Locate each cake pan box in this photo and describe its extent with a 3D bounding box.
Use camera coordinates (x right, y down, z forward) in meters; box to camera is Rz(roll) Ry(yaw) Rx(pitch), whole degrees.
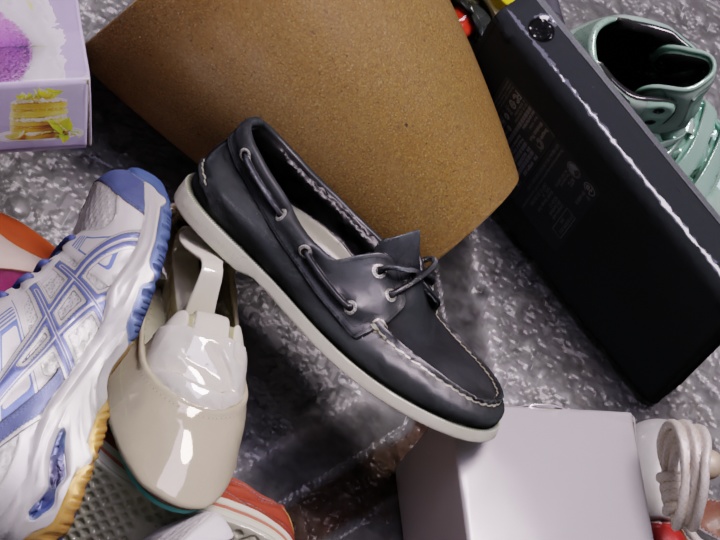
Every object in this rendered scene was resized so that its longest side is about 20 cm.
[{"bbox_3d":[-0.230,-0.135,1.190,0.183,0.052,0.201,-2,46,-11],"label":"cake pan box"}]

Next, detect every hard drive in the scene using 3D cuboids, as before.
[{"bbox_3d":[0.124,-0.035,1.295,0.033,0.140,0.200,-32,78,-25],"label":"hard drive"}]

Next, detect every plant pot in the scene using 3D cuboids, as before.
[{"bbox_3d":[-0.013,-0.097,1.266,0.200,0.186,0.186,49,53,-7],"label":"plant pot"}]

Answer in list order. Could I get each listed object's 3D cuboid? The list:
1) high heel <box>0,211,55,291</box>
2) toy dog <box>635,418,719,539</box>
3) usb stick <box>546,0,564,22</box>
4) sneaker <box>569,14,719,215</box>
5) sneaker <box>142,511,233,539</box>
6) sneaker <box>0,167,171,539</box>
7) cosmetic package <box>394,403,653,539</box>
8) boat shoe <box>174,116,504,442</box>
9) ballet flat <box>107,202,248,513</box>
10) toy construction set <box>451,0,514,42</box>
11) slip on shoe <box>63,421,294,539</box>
[{"bbox_3d":[-0.207,0.021,1.151,0.067,0.096,0.200,38,13,17],"label":"high heel"},{"bbox_3d":[0.189,0.171,1.217,0.096,0.132,0.201,1,80,-13],"label":"toy dog"},{"bbox_3d":[0.087,-0.179,1.436,0.055,0.033,0.201,2,60,-22],"label":"usb stick"},{"bbox_3d":[0.180,-0.071,1.343,0.200,0.118,0.074,28,70,-19],"label":"sneaker"},{"bbox_3d":[-0.113,0.199,1.088,0.082,0.077,0.200,43,74,-11],"label":"sneaker"},{"bbox_3d":[-0.147,0.027,1.098,0.088,0.075,0.201,22,55,-9],"label":"sneaker"},{"bbox_3d":[0.088,0.172,1.190,0.107,0.085,0.201,6,57,-20],"label":"cosmetic package"},{"bbox_3d":[0.001,0.000,1.175,0.199,0.066,0.074,42,22,19],"label":"boat shoe"},{"bbox_3d":[-0.083,0.032,1.165,0.069,0.070,0.200,15,30,-15],"label":"ballet flat"},{"bbox_3d":[0.044,-0.192,1.346,0.092,0.200,0.131,-32,96,-3],"label":"toy construction set"},{"bbox_3d":[-0.121,0.103,1.159,0.199,0.074,0.061,23,19,-2],"label":"slip on shoe"}]
